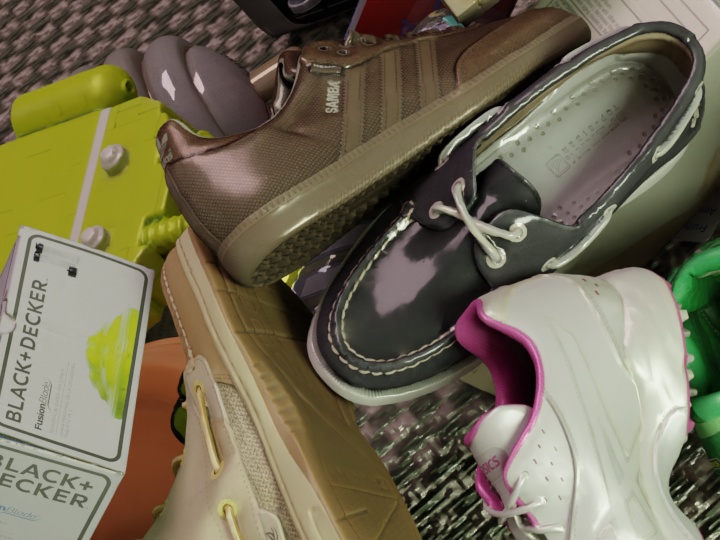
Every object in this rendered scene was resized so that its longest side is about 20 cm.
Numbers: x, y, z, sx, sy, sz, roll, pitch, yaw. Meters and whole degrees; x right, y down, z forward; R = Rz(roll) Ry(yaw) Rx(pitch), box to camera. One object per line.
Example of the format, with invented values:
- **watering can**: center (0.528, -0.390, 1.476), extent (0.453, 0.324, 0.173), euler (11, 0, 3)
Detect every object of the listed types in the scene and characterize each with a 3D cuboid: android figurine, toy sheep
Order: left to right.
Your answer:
- **android figurine**: center (-0.145, -0.016, 1.325), extent (0.199, 0.041, 0.183), euler (-15, 51, 39)
- **toy sheep**: center (-0.108, -0.053, 1.438), extent (0.200, 0.138, 0.138), euler (-32, 31, 7)

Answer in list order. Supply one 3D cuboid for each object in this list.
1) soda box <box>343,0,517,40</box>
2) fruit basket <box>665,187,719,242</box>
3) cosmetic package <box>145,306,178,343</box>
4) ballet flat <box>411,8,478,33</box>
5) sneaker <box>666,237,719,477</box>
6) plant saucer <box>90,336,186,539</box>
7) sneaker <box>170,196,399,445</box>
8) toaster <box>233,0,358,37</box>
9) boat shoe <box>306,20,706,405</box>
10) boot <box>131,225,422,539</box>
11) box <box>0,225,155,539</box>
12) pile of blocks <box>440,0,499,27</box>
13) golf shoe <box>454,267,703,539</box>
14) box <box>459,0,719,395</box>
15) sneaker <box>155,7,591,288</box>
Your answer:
- **soda box**: center (0.034, -0.125, 1.342), extent (0.200, 0.070, 0.064), euler (115, 177, -49)
- **fruit basket**: center (0.133, -0.106, 1.294), extent (0.185, 0.094, 0.200), euler (8, 58, 50)
- **cosmetic package**: center (-0.126, 0.075, 1.354), extent (0.199, 0.074, 0.102), euler (-20, 36, 27)
- **ballet flat**: center (0.012, -0.064, 1.318), extent (0.200, 0.072, 0.072), euler (-48, 13, 54)
- **sneaker**: center (0.168, 0.008, 1.111), extent (0.074, 0.084, 0.200), euler (-23, 33, 26)
- **plant saucer**: center (-0.099, 0.121, 1.223), extent (0.199, 0.037, 0.201), euler (-15, 62, 31)
- **sneaker**: center (0.000, 0.000, 1.173), extent (0.081, 0.074, 0.201), euler (26, 86, 14)
- **toaster**: center (0.007, -0.244, 1.586), extent (0.180, 0.119, 0.201), euler (-16, 38, 33)
- **boat shoe**: center (0.060, -0.026, 1.079), extent (0.200, 0.074, 0.060), euler (-37, -15, -18)
- **boot**: center (-0.067, 0.095, 1.092), extent (0.155, 0.073, 0.200), euler (-44, 53, 22)
- **box**: center (-0.149, 0.094, 1.129), extent (0.117, 0.060, 0.200), euler (-86, 19, -47)
- **pile of blocks**: center (0.084, -0.171, 1.201), extent (0.200, 0.062, 0.082), euler (-34, -6, -48)
- **golf shoe**: center (0.081, 0.095, 1.027), extent (0.075, 0.091, 0.201), euler (134, 135, -58)
- **box**: center (0.091, -0.049, 1.206), extent (0.200, 0.078, 0.095), euler (-46, 51, 16)
- **sneaker**: center (0.007, -0.071, 1.110), extent (0.200, 0.076, 0.071), euler (-32, -15, -32)
